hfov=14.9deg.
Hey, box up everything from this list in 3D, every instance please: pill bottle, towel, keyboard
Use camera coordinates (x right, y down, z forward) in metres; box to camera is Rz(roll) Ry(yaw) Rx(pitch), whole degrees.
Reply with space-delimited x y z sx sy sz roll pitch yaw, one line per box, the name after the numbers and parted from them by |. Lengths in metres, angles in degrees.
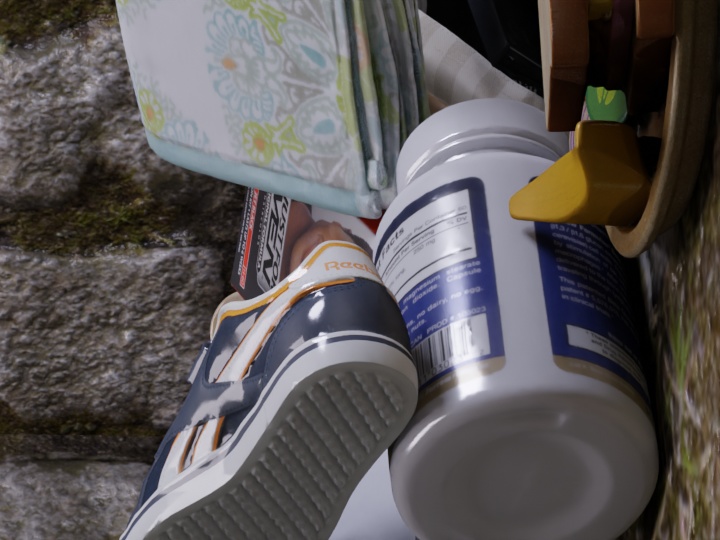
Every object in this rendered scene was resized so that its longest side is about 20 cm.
0.062 0.020 1.183 0.200 0.111 0.111 -94 8 -46 | pill bottle
-0.047 -0.121 1.313 0.200 0.048 0.171 17 124 44 | towel
0.043 -0.176 1.320 0.127 0.021 0.200 27 -142 -49 | keyboard

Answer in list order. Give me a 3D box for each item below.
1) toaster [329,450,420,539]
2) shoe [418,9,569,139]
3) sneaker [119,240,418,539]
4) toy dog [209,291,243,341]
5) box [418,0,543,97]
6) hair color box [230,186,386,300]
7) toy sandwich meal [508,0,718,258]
0.020 0.177 1.253 0.181 0.119 0.200 55 -152 -49 | toaster
0.029 -0.093 1.340 0.200 0.053 0.070 38 167 32 | shoe
-0.039 0.068 1.152 0.200 0.078 0.079 -48 36 38 | sneaker
0.003 0.002 1.545 0.132 0.096 0.200 -31 -23 -54 | toy dog
-0.006 -0.162 1.470 0.149 0.200 0.124 -103 16 -68 | box
0.000 0.000 1.373 0.200 0.061 0.102 -135 49 -58 | hair color box
0.093 -0.099 1.098 0.205 0.070 0.206 -179 90 -85 | toy sandwich meal
